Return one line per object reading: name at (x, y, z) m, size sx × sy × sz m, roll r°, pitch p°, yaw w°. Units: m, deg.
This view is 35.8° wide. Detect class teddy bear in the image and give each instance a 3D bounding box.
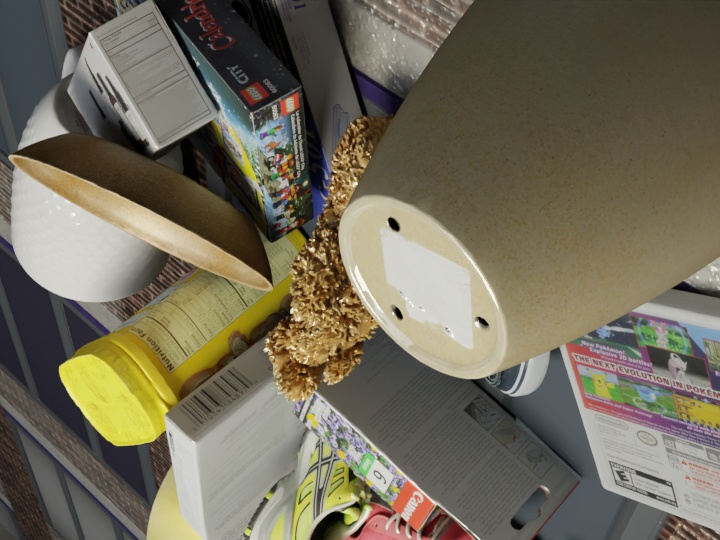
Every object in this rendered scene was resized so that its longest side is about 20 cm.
teddy bear at (0.000, 0.000, 0.737) m, size 0.066 × 0.202 × 0.145 m, roll 32°, pitch -171°, yaw 28°

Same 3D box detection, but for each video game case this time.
video game case at (0.213, 0.091, 0.680) m, size 0.199 × 0.023 × 0.184 m, roll 14°, pitch 135°, yaw 48°

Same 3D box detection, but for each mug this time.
mug at (-0.231, -0.103, 0.969) m, size 0.176 × 0.146 × 0.202 m, roll 115°, pitch 142°, yaw -52°

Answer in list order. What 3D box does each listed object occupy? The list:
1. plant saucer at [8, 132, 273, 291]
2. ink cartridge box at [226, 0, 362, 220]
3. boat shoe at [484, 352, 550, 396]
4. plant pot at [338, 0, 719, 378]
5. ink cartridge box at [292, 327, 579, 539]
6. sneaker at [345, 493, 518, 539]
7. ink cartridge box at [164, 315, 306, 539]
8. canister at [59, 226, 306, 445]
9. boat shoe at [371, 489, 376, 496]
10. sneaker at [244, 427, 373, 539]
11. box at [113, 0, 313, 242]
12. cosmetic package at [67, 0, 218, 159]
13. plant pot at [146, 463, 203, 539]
plant saucer at (-0.142, -0.045, 0.768) m, size 0.198 × 0.036 × 0.200 m, roll 25°, pitch 171°, yaw 4°
ink cartridge box at (-0.050, -0.130, 0.766) m, size 0.094 × 0.044 × 0.202 m, roll 21°, pitch 140°, yaw 44°
boat shoe at (0.065, 0.008, 0.702) m, size 0.071 × 0.090 × 0.202 m, roll -123°, pitch 20°, yaw -49°
plant pot at (0.089, -0.049, 0.512) m, size 0.186 × 0.200 × 0.189 m, roll 33°, pitch 146°, yaw 26°
ink cartridge box at (0.056, 0.133, 0.848) m, size 0.200 × 0.109 × 0.051 m, roll 41°, pitch 141°, yaw 15°
sneaker at (0.041, 0.216, 0.887) m, size 0.087 × 0.074 × 0.200 m, roll 55°, pitch 141°, yaw -1°
ink cartridge box at (-0.070, 0.127, 0.928) m, size 0.040 × 0.199 × 0.201 m, roll 36°, pitch 146°, yaw 26°
canister at (-0.136, 0.048, 0.927) m, size 0.087 × 0.200 × 0.148 m, roll 54°, pitch 150°, yaw -9°
boat shoe at (0.017, 0.260, 1.100) m, size 0.067 × 0.057 × 0.201 m, roll 35°, pitch 147°, yaw 24°
sneaker at (-0.012, 0.165, 0.907) m, size 0.076 × 0.201 × 0.075 m, roll 18°, pitch 163°, yaw 40°
box at (-0.104, -0.132, 0.747) m, size 0.200 × 0.037 × 0.137 m, roll 50°, pitch 160°, yaw 26°
cosmetic package at (-0.157, -0.117, 0.768) m, size 0.083 × 0.050 × 0.200 m, roll 62°, pitch 164°, yaw -8°
plant pot at (-0.089, 0.242, 1.093) m, size 0.141 × 0.200 × 0.201 m, roll 28°, pitch 144°, yaw 25°
